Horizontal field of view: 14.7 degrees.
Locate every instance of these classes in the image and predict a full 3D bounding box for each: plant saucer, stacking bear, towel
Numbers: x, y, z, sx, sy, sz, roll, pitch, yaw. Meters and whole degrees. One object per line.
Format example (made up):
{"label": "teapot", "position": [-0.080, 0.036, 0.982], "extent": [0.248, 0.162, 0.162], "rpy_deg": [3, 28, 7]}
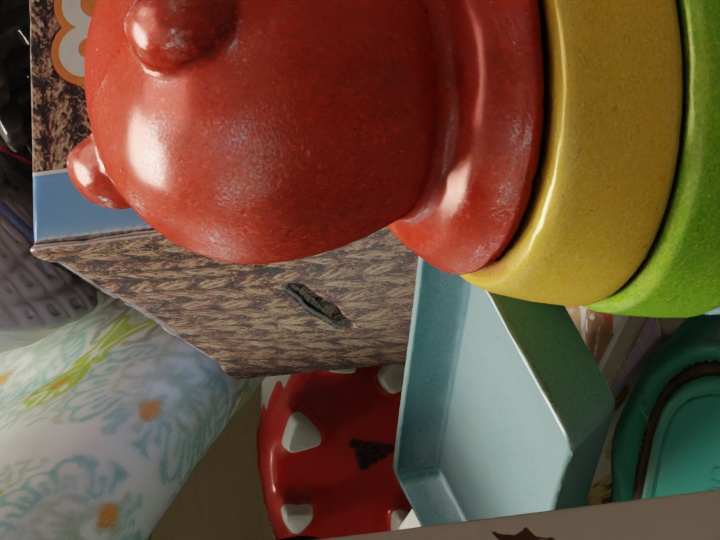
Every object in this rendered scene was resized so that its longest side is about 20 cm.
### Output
{"label": "plant saucer", "position": [0.034, 0.044, 0.695], "extent": [0.070, 0.019, 0.200], "rpy_deg": [62, 167, 20]}
{"label": "stacking bear", "position": [0.040, -0.045, 0.575], "extent": [0.121, 0.199, 0.114], "rpy_deg": [130, 132, -62]}
{"label": "towel", "position": [-0.132, 0.069, 0.842], "extent": [0.200, 0.171, 0.048], "rpy_deg": [-14, 117, 34]}

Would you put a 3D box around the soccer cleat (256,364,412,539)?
{"label": "soccer cleat", "position": [0.000, 0.000, 0.899], "extent": [0.085, 0.068, 0.201], "rpy_deg": [-132, 44, -72]}

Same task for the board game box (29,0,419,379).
{"label": "board game box", "position": [-0.016, -0.087, 0.738], "extent": [0.159, 0.097, 0.201], "rpy_deg": [40, -134, -70]}

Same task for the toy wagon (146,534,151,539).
{"label": "toy wagon", "position": [-0.113, 0.125, 0.954], "extent": [0.200, 0.039, 0.156], "rpy_deg": [-138, 47, -57]}

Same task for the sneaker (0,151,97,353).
{"label": "sneaker", "position": [-0.137, -0.001, 0.878], "extent": [0.075, 0.087, 0.200], "rpy_deg": [51, -179, -14]}

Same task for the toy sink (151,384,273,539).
{"label": "toy sink", "position": [-0.073, 0.017, 1.025], "extent": [0.200, 0.112, 0.131], "rpy_deg": [-123, 34, -44]}

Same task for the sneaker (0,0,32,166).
{"label": "sneaker", "position": [-0.089, -0.073, 0.843], "extent": [0.098, 0.071, 0.200], "rpy_deg": [60, 180, 24]}

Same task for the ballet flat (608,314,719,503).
{"label": "ballet flat", "position": [0.084, 0.090, 0.696], "extent": [0.070, 0.067, 0.201], "rpy_deg": [-51, -22, -56]}

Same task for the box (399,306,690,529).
{"label": "box", "position": [0.060, 0.045, 0.773], "extent": [0.200, 0.041, 0.039], "rpy_deg": [120, 140, -56]}

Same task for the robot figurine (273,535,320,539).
{"label": "robot figurine", "position": [-0.022, 0.168, 0.788], "extent": [0.150, 0.199, 0.125], "rpy_deg": [-120, 32, -48]}

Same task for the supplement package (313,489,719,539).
{"label": "supplement package", "position": [0.083, 0.116, 0.494], "extent": [0.121, 0.199, 0.120], "rpy_deg": [-129, 39, -57]}
